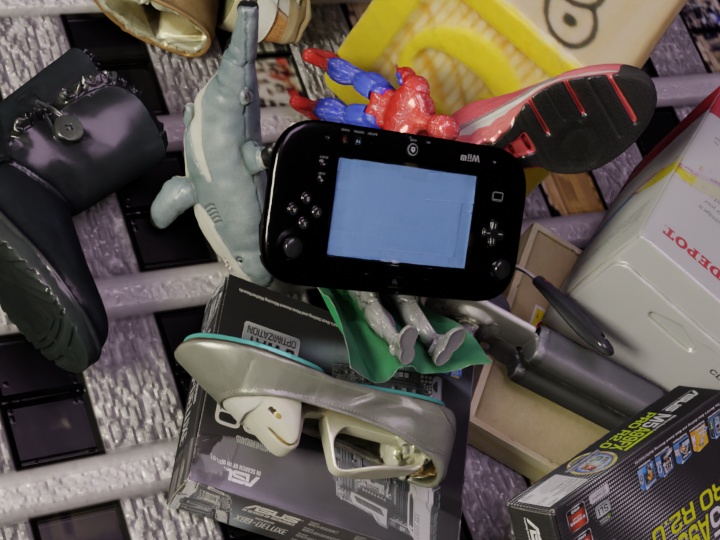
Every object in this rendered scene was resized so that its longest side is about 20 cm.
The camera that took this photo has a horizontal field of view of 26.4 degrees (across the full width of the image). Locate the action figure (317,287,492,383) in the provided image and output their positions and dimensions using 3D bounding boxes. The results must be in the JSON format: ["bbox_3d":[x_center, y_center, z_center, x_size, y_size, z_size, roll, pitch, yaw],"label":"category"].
[{"bbox_3d":[0.000,0.000,1.091,0.117,0.055,0.200,5,30,-36],"label":"action figure"}]

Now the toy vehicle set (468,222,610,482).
[{"bbox_3d":[0.154,0.070,1.188,0.123,0.027,0.201,31,53,-9],"label":"toy vehicle set"}]

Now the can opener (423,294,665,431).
[{"bbox_3d":[0.137,0.052,1.138,0.198,0.053,0.067,27,52,-13],"label":"can opener"}]

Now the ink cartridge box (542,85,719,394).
[{"bbox_3d":[0.263,-0.009,1.182,0.145,0.145,0.200,40,51,-2],"label":"ink cartridge box"}]

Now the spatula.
[{"bbox_3d":[0.119,0.004,1.154,0.200,0.021,0.056,39,6,36],"label":"spatula"}]

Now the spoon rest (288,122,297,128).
[{"bbox_3d":[-0.018,-0.064,1.102,0.099,0.200,0.061,26,95,13],"label":"spoon rest"}]

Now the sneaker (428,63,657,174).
[{"bbox_3d":[0.110,-0.106,1.092,0.087,0.198,0.074,-93,157,-57],"label":"sneaker"}]

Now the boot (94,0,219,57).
[{"bbox_3d":[-0.174,-0.284,1.197,0.173,0.066,0.202,21,56,-16],"label":"boot"}]

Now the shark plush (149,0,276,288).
[{"bbox_3d":[-0.075,-0.091,1.071,0.090,0.202,0.083,-7,33,-41],"label":"shark plush"}]

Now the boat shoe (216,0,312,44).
[{"bbox_3d":[-0.066,-0.269,1.245,0.068,0.075,0.202,19,64,-21],"label":"boat shoe"}]

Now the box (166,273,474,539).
[{"bbox_3d":[-0.023,0.110,1.056,0.198,0.050,0.159,21,54,-17],"label":"box"}]

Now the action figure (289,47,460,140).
[{"bbox_3d":[0.014,-0.120,1.115,0.051,0.200,0.066,18,96,-30],"label":"action figure"}]

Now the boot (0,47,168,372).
[{"bbox_3d":[-0.190,-0.050,1.043,0.168,0.077,0.200,-35,76,-34],"label":"boot"}]

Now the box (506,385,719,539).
[{"bbox_3d":[0.200,0.194,1.084,0.199,0.044,0.162,-26,107,-36],"label":"box"}]

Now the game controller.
[{"bbox_3d":[0.024,-0.038,1.009,0.198,0.042,0.106,5,103,-32],"label":"game controller"}]

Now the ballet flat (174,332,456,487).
[{"bbox_3d":[-0.028,0.095,0.989,0.198,0.067,0.064,18,62,-19],"label":"ballet flat"}]

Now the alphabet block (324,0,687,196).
[{"bbox_3d":[0.122,-0.196,1.219,0.195,0.197,0.200,40,52,0],"label":"alphabet block"}]
